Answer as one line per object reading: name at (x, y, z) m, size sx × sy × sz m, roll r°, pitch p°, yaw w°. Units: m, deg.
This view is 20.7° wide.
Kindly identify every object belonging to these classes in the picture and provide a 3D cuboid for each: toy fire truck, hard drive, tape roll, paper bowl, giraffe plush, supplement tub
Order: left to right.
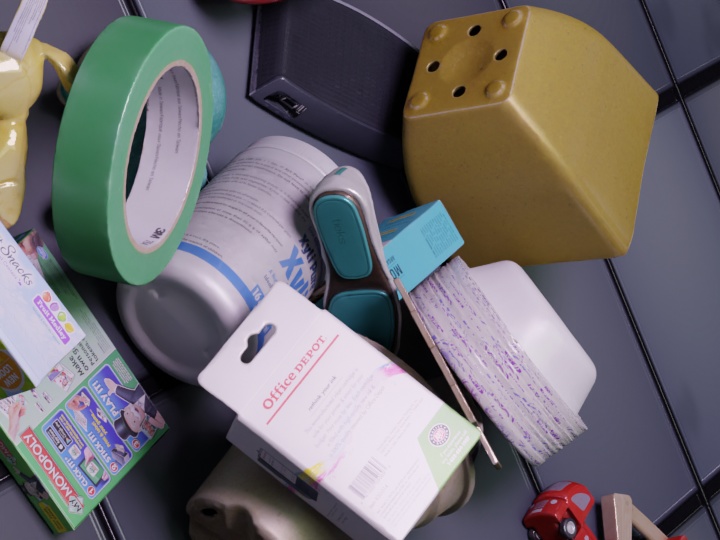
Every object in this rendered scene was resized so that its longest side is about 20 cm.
giraffe plush at (-0.316, -0.137, 1.466) m, size 0.173 × 0.162 × 0.200 m, roll 43°, pitch 80°, yaw -32°
tape roll at (-0.169, -0.091, 1.492) m, size 0.200 × 0.048 × 0.201 m, roll 13°, pitch 90°, yaw -75°
supplement tub at (-0.101, -0.009, 1.651) m, size 0.132 × 0.132 × 0.200 m, roll 56°, pitch 47°, yaw -17°
hard drive at (-0.016, -0.187, 1.858) m, size 0.200 × 0.042 × 0.135 m, roll 23°, pitch 62°, yaw -39°
paper bowl at (0.140, 0.073, 1.816) m, size 0.201 × 0.104 × 0.201 m, roll 52°, pitch 3°, yaw -4°
toy fire truck at (0.254, 0.274, 1.979) m, size 0.200 × 0.049 × 0.141 m, roll 54°, pitch 46°, yaw -17°

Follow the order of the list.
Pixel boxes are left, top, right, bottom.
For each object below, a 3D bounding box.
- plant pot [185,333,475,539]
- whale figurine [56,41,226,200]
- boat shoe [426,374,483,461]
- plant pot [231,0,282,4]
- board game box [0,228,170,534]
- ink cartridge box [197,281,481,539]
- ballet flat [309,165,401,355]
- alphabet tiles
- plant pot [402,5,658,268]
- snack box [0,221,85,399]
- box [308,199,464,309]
plant pot at (-0.039, 0.181, 1.628) m, size 0.183 × 0.200 × 0.201 m, roll -43°, pitch 108°, yaw -33°
whale figurine at (-0.178, -0.115, 1.626) m, size 0.159 × 0.104 × 0.201 m, roll 39°, pitch 53°, yaw -31°
boat shoe at (0.081, 0.159, 1.783) m, size 0.200 × 0.072 × 0.063 m, roll -81°, pitch 158°, yaw -69°
plant pot at (-0.055, -0.346, 1.766) m, size 0.182 × 0.200 × 0.201 m, roll -21°, pitch 92°, yaw -55°
board game box at (-0.248, 0.086, 1.545) m, size 0.135 × 0.029 × 0.200 m, roll -46°, pitch 111°, yaw -42°
ink cartridge box at (-0.022, 0.115, 1.531) m, size 0.200 × 0.067 × 0.117 m, roll 38°, pitch 68°, yaw 4°
ballet flat at (0.000, 0.000, 1.644) m, size 0.069 × 0.069 × 0.201 m, roll -48°, pitch 139°, yaw -43°
alphabet tiles at (0.073, 0.088, 1.629) m, size 0.168 × 0.008 × 0.200 m, roll 62°, pitch 1°, yaw 9°
plant pot at (0.143, -0.138, 1.863) m, size 0.200 × 0.194 × 0.196 m, roll 47°, pitch 48°, yaw -43°
snack box at (-0.314, 0.020, 1.375) m, size 0.169 × 0.200 × 0.068 m, roll 56°, pitch 46°, yaw -17°
box at (0.001, 0.012, 1.769) m, size 0.200 × 0.082 × 0.049 m, roll -40°, pitch 104°, yaw -39°
